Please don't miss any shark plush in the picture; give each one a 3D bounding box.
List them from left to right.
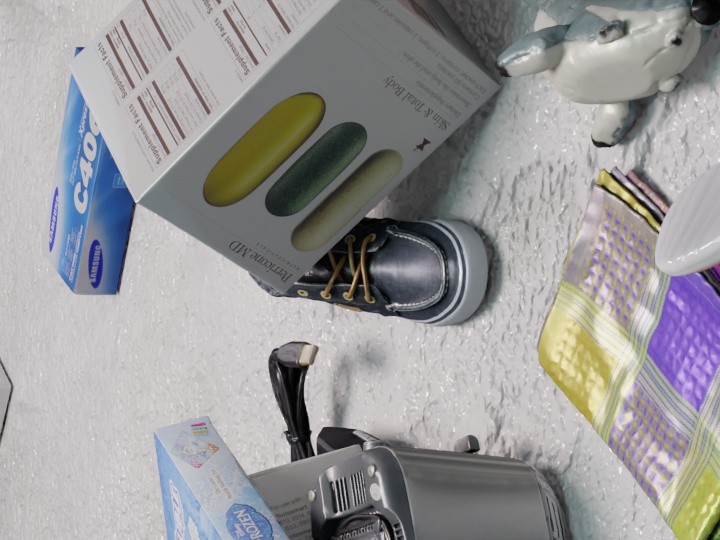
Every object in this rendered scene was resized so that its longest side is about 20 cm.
[{"bbox_3d":[0.152,-0.146,1.190,0.200,0.091,0.083,-36,29,61],"label":"shark plush"}]

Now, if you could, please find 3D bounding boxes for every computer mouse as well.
[{"bbox_3d":[-0.005,0.116,1.474,0.200,0.046,0.141,-168,63,-67],"label":"computer mouse"}]

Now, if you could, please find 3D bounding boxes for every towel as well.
[{"bbox_3d":[0.165,0.050,1.205,0.200,0.023,0.144,56,135,46],"label":"towel"}]

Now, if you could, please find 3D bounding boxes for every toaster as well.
[{"bbox_3d":[0.053,0.199,1.297,0.114,0.129,0.200,-33,61,57],"label":"toaster"}]

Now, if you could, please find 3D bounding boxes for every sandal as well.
[{"bbox_3d":[0.232,-0.044,1.045,0.207,0.059,0.079,-31,34,46],"label":"sandal"}]

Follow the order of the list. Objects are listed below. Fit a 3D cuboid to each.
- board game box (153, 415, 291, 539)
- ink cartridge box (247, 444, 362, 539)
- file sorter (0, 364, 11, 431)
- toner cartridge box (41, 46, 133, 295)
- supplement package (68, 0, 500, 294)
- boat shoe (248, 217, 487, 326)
[{"bbox_3d":[-0.072,0.227,1.360,0.199,0.043,0.200,-131,32,-55],"label":"board game box"},{"bbox_3d":[-0.019,0.230,1.412,0.146,0.084,0.200,131,121,-66],"label":"ink cartridge box"},{"bbox_3d":[-0.459,0.117,2.224,0.200,0.124,0.139,54,135,47],"label":"file sorter"},{"bbox_3d":[-0.233,-0.088,1.900,0.095,0.043,0.200,46,129,53],"label":"toner cartridge box"},{"bbox_3d":[-0.050,-0.124,1.382,0.200,0.152,0.151,-43,46,13],"label":"supplement package"},{"bbox_3d":[0.000,0.000,1.431,0.200,0.091,0.071,5,95,61],"label":"boat shoe"}]
